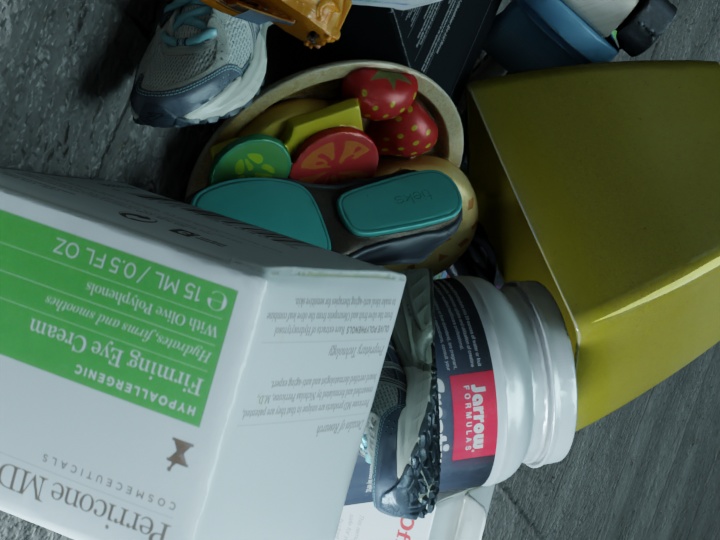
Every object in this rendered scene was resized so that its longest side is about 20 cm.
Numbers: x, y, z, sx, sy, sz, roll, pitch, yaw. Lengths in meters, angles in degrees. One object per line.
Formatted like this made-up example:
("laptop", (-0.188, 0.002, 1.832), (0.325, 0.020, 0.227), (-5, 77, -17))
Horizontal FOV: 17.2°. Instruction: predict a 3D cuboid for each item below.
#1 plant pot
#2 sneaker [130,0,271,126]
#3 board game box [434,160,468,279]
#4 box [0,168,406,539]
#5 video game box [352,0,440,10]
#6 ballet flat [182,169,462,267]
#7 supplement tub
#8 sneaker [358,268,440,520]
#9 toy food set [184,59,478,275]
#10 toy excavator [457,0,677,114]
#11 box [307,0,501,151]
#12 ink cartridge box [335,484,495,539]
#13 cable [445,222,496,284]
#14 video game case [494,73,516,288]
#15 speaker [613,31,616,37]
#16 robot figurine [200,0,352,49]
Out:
("plant pot", (0.191, -0.035, 1.656), (0.200, 0.176, 0.200), (82, -14, -66))
("sneaker", (-0.088, -0.162, 1.384), (0.200, 0.077, 0.086), (-63, 147, -43))
("board game box", (0.041, 0.012, 1.773), (0.135, 0.029, 0.200), (13, 96, -72))
("box", (-0.115, 0.053, 1.300), (0.200, 0.199, 0.172), (1, 106, -67))
("video game box", (-0.015, -0.258, 1.404), (0.182, 0.047, 0.200), (-9, 88, -60))
("ballet flat", (-0.029, -0.021, 1.475), (0.200, 0.073, 0.073), (-7, 117, -31))
("supplement tub", (0.028, 0.079, 1.561), (0.140, 0.200, 0.141), (173, -90, -75))
("sneaker", (0.004, 0.078, 1.421), (0.200, 0.086, 0.078), (-90, 177, -55))
("toy food set", (-0.022, -0.050, 1.535), (0.198, 0.049, 0.200), (-20, 138, -9))
("toy excavator", (0.117, -0.169, 1.737), (0.200, 0.100, 0.195), (-45, -165, 14))
("box", (0.035, -0.201, 1.604), (0.141, 0.079, 0.200), (67, 36, -44))
("ink cartridge box", (-0.005, 0.194, 1.688), (0.125, 0.200, 0.129), (-10, 116, -67))
("cable", (0.048, 0.032, 1.689), (0.163, 0.051, 0.200), (-7, 109, -45))
("video game case", (0.130, -0.105, 1.865), (0.200, 0.036, 0.181), (-82, -166, -56))
("speaker", (0.170, -0.176, 2.008), (0.088, 0.088, 0.200), (-8, 114, -67))
("robot figurine", (-0.080, -0.210, 1.260), (0.058, 0.200, 0.145), (-14, -133, 63))
